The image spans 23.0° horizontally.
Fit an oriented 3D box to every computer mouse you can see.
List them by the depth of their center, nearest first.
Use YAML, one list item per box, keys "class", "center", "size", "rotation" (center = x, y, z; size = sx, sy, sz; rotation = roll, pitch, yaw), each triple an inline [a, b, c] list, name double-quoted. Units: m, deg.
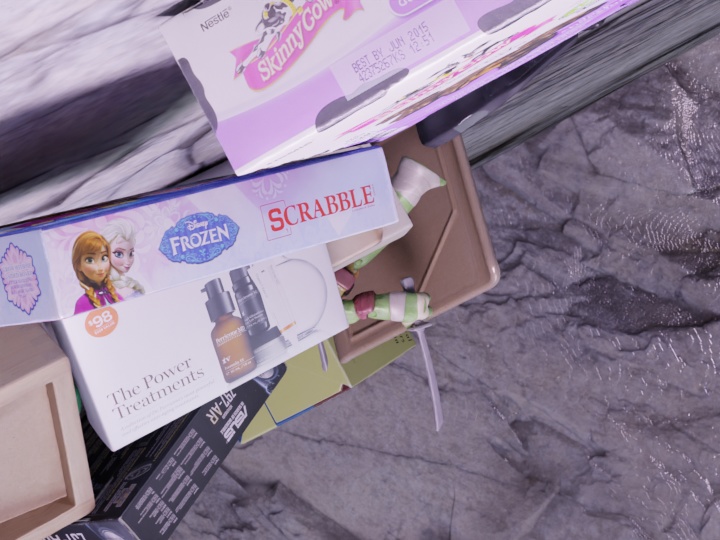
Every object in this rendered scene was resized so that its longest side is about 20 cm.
- class: "computer mouse"
  center: [0.096, -0.154, 1.268]
  size: [0.138, 0.053, 0.200]
  rotation: [-28, -170, 46]

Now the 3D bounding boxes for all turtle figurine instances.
- class: "turtle figurine"
  center: [0.000, 0.000, 1.486]
  size: [0.194, 0.200, 0.144]
  rotation: [-63, -158, -3]

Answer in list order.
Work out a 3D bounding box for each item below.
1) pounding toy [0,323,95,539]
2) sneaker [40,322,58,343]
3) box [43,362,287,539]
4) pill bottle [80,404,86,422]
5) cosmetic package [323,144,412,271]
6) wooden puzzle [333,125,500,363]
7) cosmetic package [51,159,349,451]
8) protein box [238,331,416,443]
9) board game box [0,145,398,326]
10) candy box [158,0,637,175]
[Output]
- class: "pounding toy"
  center: [-0.275, 0.109, 1.233]
  size: [0.200, 0.142, 0.184]
  rotation: [-27, 138, -26]
- class: "sneaker"
  center: [-0.273, 0.061, 1.345]
  size: [0.200, 0.073, 0.071]
  rotation: [-27, -178, -34]
- class: "box"
  center: [-0.166, 0.134, 1.347]
  size: [0.160, 0.044, 0.200]
  rotation: [-12, -147, 44]
- class: "pill bottle"
  center: [-0.259, 0.128, 1.457]
  size: [0.113, 0.200, 0.113]
  rotation: [-28, 179, -1]
- class: "cosmetic package"
  center: [-0.073, -0.029, 1.361]
  size: [0.200, 0.104, 0.073]
  rotation: [-29, 178, -7]
- class: "wooden puzzle"
  center: [0.033, -0.037, 1.545]
  size: [0.037, 0.185, 0.200]
  rotation: [9, 150, -45]
- class: "cosmetic package"
  center: [-0.118, 0.017, 1.250]
  size: [0.200, 0.151, 0.052]
  rotation: [-28, -146, -17]
- class: "protein box"
  center: [-0.073, 0.036, 1.753]
  size: [0.135, 0.199, 0.200]
  rotation: [-28, 179, 22]
- class: "board game box"
  center: [-0.121, -0.011, 0.842]
  size: [0.200, 0.041, 0.199]
  rotation: [-17, -174, -43]
- class: "candy box"
  center: [0.032, -0.115, 0.759]
  size: [0.168, 0.072, 0.200]
  rotation: [-27, 179, 19]
